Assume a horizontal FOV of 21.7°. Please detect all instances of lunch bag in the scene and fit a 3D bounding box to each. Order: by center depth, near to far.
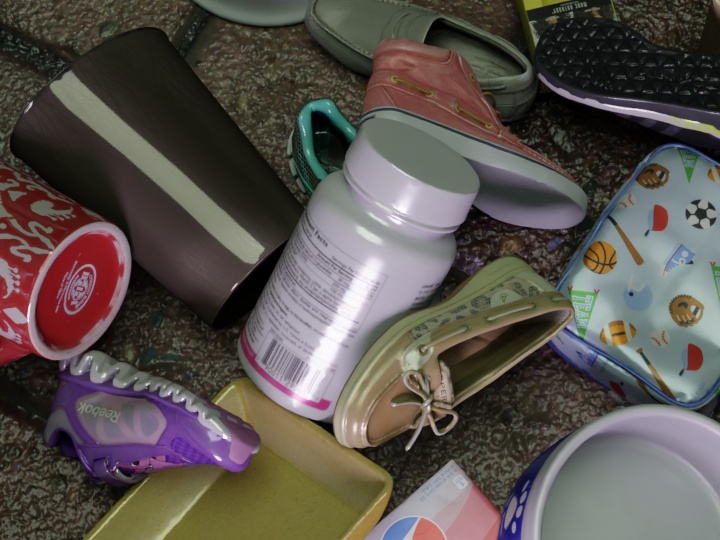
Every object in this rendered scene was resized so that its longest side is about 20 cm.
[{"bbox_3d":[0.238,0.016,1.406,0.160,0.076,0.201,33,73,12],"label":"lunch bag"}]

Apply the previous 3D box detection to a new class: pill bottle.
[{"bbox_3d":[0.000,0.000,1.348,0.113,0.113,0.201,36,114,15],"label":"pill bottle"}]

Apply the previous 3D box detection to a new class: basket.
[{"bbox_3d":[-0.138,-0.065,1.423,0.200,0.180,0.136,46,118,9],"label":"basket"}]

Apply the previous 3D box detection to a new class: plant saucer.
[{"bbox_3d":[-0.089,0.194,1.333,0.200,0.049,0.200,-47,41,-13],"label":"plant saucer"}]

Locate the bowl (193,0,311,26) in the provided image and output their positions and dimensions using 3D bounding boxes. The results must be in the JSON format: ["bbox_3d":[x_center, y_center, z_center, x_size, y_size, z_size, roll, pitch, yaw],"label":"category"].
[{"bbox_3d":[-0.074,-0.309,1.537,0.199,0.090,0.203,-1,70,2],"label":"bowl"}]

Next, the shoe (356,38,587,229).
[{"bbox_3d":[0.091,-0.106,1.433,0.199,0.071,0.092,21,60,-21],"label":"shoe"}]

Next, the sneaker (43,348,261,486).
[{"bbox_3d":[-0.158,0.121,1.363,0.199,0.080,0.089,16,74,40],"label":"sneaker"}]

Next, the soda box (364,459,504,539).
[{"bbox_3d":[0.014,0.229,1.342,0.200,0.063,0.070,-40,72,-12],"label":"soda box"}]

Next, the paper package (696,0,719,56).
[{"bbox_3d":[0.387,-0.157,1.448,0.190,0.104,0.201,-30,70,-10],"label":"paper package"}]

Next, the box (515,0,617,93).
[{"bbox_3d":[0.157,-0.247,1.522,0.075,0.050,0.202,-11,69,0],"label":"box"}]

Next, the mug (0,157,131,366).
[{"bbox_3d":[-0.278,-0.004,1.399,0.199,0.179,0.133,24,36,29],"label":"mug"}]

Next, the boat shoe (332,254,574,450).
[{"bbox_3d":[0.065,0.062,1.321,0.200,0.074,0.063,-39,52,-23],"label":"boat shoe"}]

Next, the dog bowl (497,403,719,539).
[{"bbox_3d":[0.198,0.199,1.303,0.198,0.079,0.202,5,72,-16],"label":"dog bowl"}]

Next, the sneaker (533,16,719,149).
[{"bbox_3d":[0.223,-0.128,1.429,0.199,0.083,0.072,22,68,24],"label":"sneaker"}]

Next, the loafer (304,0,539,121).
[{"bbox_3d":[0.049,-0.181,1.490,0.199,0.070,0.070,20,70,9],"label":"loafer"}]

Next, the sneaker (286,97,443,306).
[{"bbox_3d":[-0.003,-0.047,1.433,0.077,0.091,0.201,-30,71,-7],"label":"sneaker"}]
